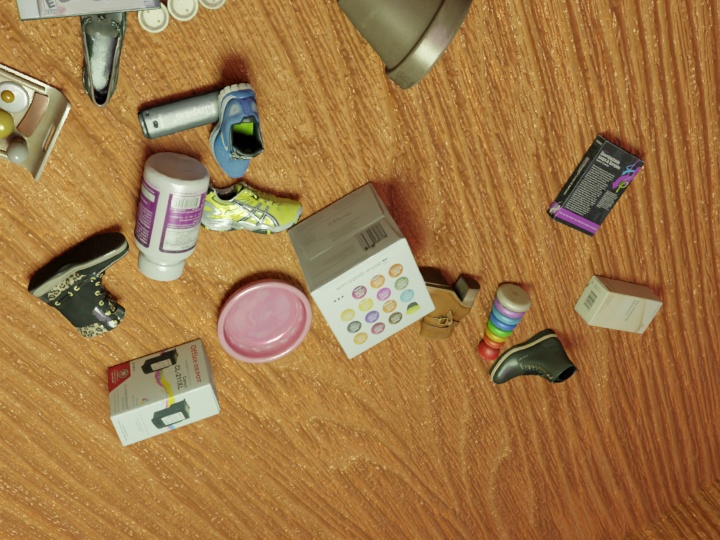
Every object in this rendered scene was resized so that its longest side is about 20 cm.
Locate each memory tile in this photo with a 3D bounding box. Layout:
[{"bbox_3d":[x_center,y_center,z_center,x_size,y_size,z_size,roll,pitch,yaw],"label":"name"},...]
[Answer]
[{"bbox_3d":[-0.291,-0.467,1.086,0.150,0.017,0.203,-24,129,-6],"label":"memory tile"}]

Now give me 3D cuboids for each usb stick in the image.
[{"bbox_3d":[-0.269,-0.266,1.227,0.195,0.033,0.057,-17,130,-10],"label":"usb stick"}]

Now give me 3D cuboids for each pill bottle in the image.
[{"bbox_3d":[-0.331,-0.089,1.276,0.109,0.113,0.204,5,122,-25],"label":"pill bottle"}]

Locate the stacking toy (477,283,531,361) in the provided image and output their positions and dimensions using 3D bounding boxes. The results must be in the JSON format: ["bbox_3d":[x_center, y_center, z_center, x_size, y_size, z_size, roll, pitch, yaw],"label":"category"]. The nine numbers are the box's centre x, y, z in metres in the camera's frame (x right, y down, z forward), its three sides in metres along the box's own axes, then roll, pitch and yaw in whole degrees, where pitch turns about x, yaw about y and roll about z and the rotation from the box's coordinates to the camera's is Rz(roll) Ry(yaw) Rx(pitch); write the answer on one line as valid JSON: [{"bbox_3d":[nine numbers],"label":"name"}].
[{"bbox_3d":[0.328,0.132,1.746,0.083,0.086,0.203,1,130,-23],"label":"stacking toy"}]

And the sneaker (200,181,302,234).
[{"bbox_3d":[-0.196,-0.116,1.338,0.194,0.076,0.078,-4,126,-22],"label":"sneaker"}]

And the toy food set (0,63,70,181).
[{"bbox_3d":[-0.559,-0.233,1.108,0.197,0.061,0.145,21,114,-34],"label":"toy food set"}]

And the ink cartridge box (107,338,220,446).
[{"bbox_3d":[-0.390,0.237,1.460,0.195,0.147,0.085,-18,127,-11],"label":"ink cartridge box"}]

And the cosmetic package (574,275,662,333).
[{"bbox_3d":[0.645,0.087,1.845,0.195,0.074,0.105,9,120,-27],"label":"cosmetic package"}]

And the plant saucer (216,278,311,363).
[{"bbox_3d":[-0.198,0.096,1.504,0.195,0.051,0.205,-12,128,-15],"label":"plant saucer"}]

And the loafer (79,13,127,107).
[{"bbox_3d":[-0.384,-0.345,1.102,0.070,0.063,0.204,-2,124,-21],"label":"loafer"}]

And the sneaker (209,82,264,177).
[{"bbox_3d":[-0.206,-0.213,1.229,0.076,0.091,0.201,-12,155,-18],"label":"sneaker"}]

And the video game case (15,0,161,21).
[{"bbox_3d":[-0.388,-0.450,1.016,0.194,0.026,0.186,-9,112,-12],"label":"video game case"}]

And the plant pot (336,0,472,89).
[{"bbox_3d":[0.058,-0.422,1.175,0.172,0.202,0.202,30,110,-17],"label":"plant pot"}]

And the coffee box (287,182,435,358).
[{"bbox_3d":[0.000,0.000,1.423,0.196,0.202,0.200,-28,131,0],"label":"coffee box"}]

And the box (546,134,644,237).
[{"bbox_3d":[0.517,-0.182,1.623,0.140,0.036,0.202,17,117,-32],"label":"box"}]

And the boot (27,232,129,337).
[{"bbox_3d":[-0.472,0.030,1.324,0.196,0.074,0.152,-28,129,3],"label":"boot"}]

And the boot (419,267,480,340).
[{"bbox_3d":[0.160,0.078,1.640,0.196,0.077,0.158,5,126,-35],"label":"boot"}]

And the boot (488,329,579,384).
[{"bbox_3d":[0.426,0.247,1.821,0.198,0.139,0.078,-37,130,7],"label":"boot"}]
